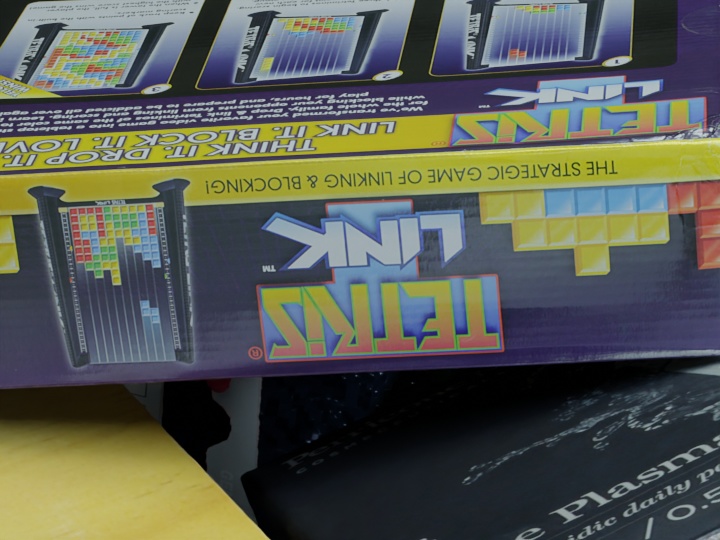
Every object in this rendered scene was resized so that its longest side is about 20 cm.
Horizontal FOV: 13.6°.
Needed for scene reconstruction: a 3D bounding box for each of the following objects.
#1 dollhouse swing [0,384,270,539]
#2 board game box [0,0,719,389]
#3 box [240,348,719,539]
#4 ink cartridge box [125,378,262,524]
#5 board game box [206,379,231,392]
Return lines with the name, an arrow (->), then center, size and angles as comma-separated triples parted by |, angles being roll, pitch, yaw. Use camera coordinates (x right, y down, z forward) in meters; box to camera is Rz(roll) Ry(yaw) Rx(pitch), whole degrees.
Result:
dollhouse swing -> -0.141, 0.115, 0.701 | 0.175, 0.182, 0.200 | -6, 36, -42
board game box -> -0.007, -0.032, 0.732 | 0.199, 0.057, 0.165 | -2, 24, 8
box -> 0.097, 0.073, 0.675 | 0.196, 0.118, 0.200 | -24, 11, -10
ink cartridge box -> -0.130, 0.037, 0.889 | 0.199, 0.050, 0.161 | 17, 40, -14
board game box -> 0.000, 0.000, 0.803 | 0.199, 0.039, 0.158 | 1, 29, 26
